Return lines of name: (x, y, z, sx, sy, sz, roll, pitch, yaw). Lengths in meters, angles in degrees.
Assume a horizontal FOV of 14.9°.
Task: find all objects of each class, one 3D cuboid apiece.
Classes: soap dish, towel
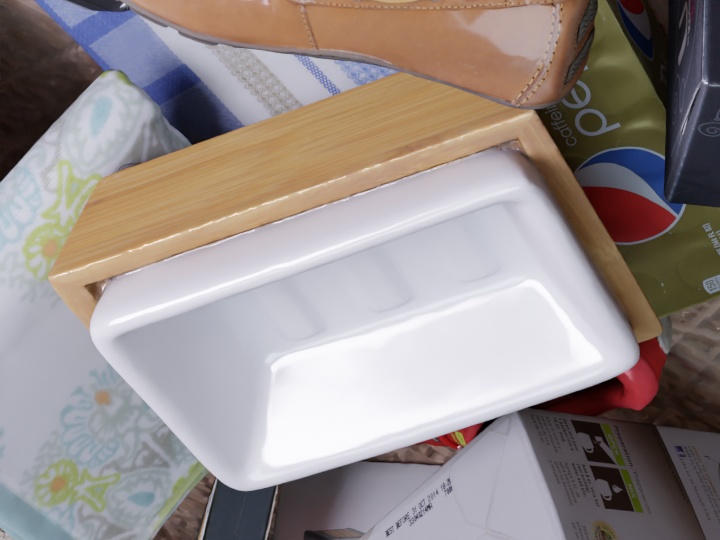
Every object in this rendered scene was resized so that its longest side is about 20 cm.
soap dish: (0.000, 0.000, 1.072, 0.199, 0.082, 0.157, -18, 143, 15)
towel: (-0.036, -0.113, 1.075, 0.147, 0.024, 0.200, 45, 139, -17)
towel: (-0.110, 0.031, 1.144, 0.171, 0.048, 0.200, -52, 142, -8)

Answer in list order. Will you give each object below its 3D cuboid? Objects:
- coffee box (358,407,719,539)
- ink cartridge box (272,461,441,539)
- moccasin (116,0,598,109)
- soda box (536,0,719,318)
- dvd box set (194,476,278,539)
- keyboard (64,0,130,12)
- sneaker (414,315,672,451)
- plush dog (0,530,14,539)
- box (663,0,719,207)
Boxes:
coffee box: (0.114, 0.130, 1.215, 0.199, 0.080, 0.114, 9, 140, -41)
ink cartridge box: (-0.003, 0.206, 1.260, 0.087, 0.201, 0.146, 4, 129, 4)
moccasin: (-0.013, -0.115, 0.982, 0.200, 0.074, 0.078, 18, 131, 19)
soda box: (0.093, -0.073, 1.123, 0.067, 0.064, 0.200, -21, 123, 19)
dvd box set: (-0.079, 0.188, 1.256, 0.029, 0.147, 0.200, 15, 142, -4)
keyboard: (-0.121, -0.202, 1.034, 0.126, 0.021, 0.201, 22, 120, 15)
sneaker: (0.040, 0.050, 1.208, 0.199, 0.085, 0.077, -17, 124, 16)
plush dog: (-0.195, 0.173, 1.305, 0.171, 0.160, 0.201, 25, 105, 4)
box: (0.221, -0.092, 1.047, 0.199, 0.123, 0.106, 4, 156, 0)
